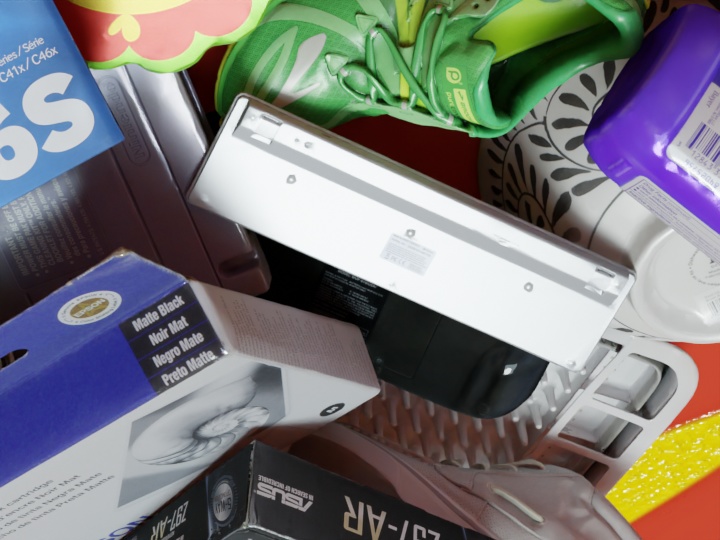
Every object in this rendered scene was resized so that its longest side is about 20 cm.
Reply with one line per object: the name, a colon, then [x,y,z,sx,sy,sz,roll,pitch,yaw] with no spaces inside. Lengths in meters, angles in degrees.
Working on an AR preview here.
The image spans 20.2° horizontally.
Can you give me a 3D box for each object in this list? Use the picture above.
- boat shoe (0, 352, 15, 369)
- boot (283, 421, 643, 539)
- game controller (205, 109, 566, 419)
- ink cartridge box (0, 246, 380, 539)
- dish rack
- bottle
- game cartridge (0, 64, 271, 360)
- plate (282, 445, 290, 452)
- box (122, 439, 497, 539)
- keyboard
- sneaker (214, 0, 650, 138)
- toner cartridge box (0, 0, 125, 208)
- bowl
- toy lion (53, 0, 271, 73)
boat shoe: [-0.186,0.041,0.898,0.063,0.071,0.200,21,157,-14]
boot: [0.057,0.126,1.035,0.200,0.096,0.074,37,133,6]
game controller: [0.000,0.000,0.950,0.199,0.042,0.105,24,133,0]
ink cartridge box: [-0.117,0.071,0.885,0.199,0.041,0.200,-31,157,20]
dish rack: [0.056,0.063,1.055,0.199,0.044,0.172,18,129,-24]
bottle: [0.192,-0.024,0.855,0.200,0.084,0.065,36,159,-7]
game cartridge: [-0.133,-0.060,0.882,0.129,0.038,0.201,-17,115,10]
plate: [-0.151,0.112,1.040,0.199,0.032,0.200,21,130,-3]
box: [-0.040,0.165,0.979,0.160,0.044,0.200,25,139,-27]
keyboard: [0.024,-0.014,0.892,0.199,0.011,0.056,24,118,-14]
sneaker: [0.029,-0.097,0.871,0.199,0.084,0.074,-19,131,8]
toner cartridge box: [-0.198,-0.045,0.759,0.199,0.043,0.095,-30,114,-7]
bowl: [0.159,-0.029,0.949,0.199,0.095,0.202,-4,133,-4]
toy lion: [-0.064,-0.168,0.785,0.199,0.069,0.193,-5,125,-4]
